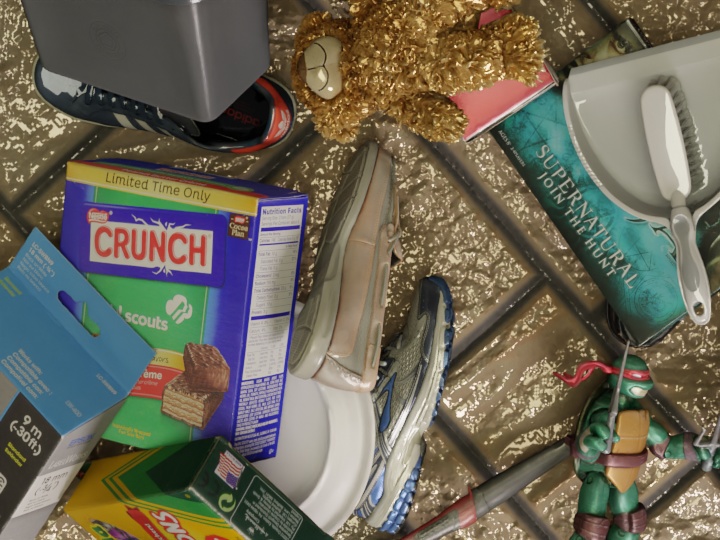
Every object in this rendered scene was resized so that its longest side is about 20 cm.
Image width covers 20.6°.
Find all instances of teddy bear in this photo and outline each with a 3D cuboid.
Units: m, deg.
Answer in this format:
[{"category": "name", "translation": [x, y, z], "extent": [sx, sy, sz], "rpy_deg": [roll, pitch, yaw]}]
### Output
[{"category": "teddy bear", "translation": [0.032, -0.151, 1.321], "extent": [0.199, 0.067, 0.146], "rpy_deg": [4, 115, 27]}]

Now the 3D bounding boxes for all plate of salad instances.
[{"category": "plate of salad", "translation": [-0.072, 0.115, 1.497], "extent": [0.199, 0.048, 0.201], "rpy_deg": [2, 94, 28]}]

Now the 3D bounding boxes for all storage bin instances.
[{"category": "storage bin", "translation": [-0.148, -0.200, 1.390], "extent": [0.199, 0.146, 0.135], "rpy_deg": [20, 138, 26]}]

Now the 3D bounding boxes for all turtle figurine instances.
[{"category": "turtle figurine", "translation": [0.203, 0.140, 1.493], "extent": [0.149, 0.101, 0.201], "rpy_deg": [0, 106, -32]}]

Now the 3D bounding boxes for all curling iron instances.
[{"category": "curling iron", "translation": [0.082, 0.180, 1.530], "extent": [0.200, 0.050, 0.026], "rpy_deg": [-33, 99, 0]}]

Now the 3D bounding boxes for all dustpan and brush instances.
[{"category": "dustpan and brush", "translation": [0.223, -0.061, 1.400], "extent": [0.139, 0.057, 0.201], "rpy_deg": [-13, 88, 18]}]

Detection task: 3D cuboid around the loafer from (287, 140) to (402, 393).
[{"category": "loafer", "translation": [0.000, 0.000, 1.453], "extent": [0.063, 0.072, 0.201], "rpy_deg": [24, 59, -13]}]

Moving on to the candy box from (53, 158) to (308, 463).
[{"category": "candy box", "translation": [-0.137, 0.028, 1.457], "extent": [0.168, 0.077, 0.201], "rpy_deg": [11, 98, 27]}]

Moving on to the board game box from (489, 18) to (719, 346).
[{"category": "board game box", "translation": [0.203, -0.065, 1.455], "extent": [0.135, 0.028, 0.200], "rpy_deg": [-38, 81, 18]}]

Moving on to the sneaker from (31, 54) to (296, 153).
[{"category": "sneaker", "translation": [-0.146, -0.132, 1.456], "extent": [0.199, 0.085, 0.075], "rpy_deg": [8, 100, -1]}]

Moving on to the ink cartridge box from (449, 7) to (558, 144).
[{"category": "ink cartridge box", "translation": [0.051, -0.197, 1.399], "extent": [0.084, 0.176, 0.200], "rpy_deg": [-33, 97, 6]}]

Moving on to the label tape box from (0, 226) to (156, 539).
[{"category": "label tape box", "translation": [-0.260, 0.091, 1.452], "extent": [0.144, 0.063, 0.200], "rpy_deg": [44, 116, 19]}]

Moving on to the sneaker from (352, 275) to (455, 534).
[{"category": "sneaker", "translation": [0.017, 0.097, 1.500], "extent": [0.085, 0.077, 0.201], "rpy_deg": [16, 98, 2]}]

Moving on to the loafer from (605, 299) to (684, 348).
[{"category": "loafer", "translation": [0.244, -0.030, 1.482], "extent": [0.072, 0.063, 0.201], "rpy_deg": [27, 98, -5]}]

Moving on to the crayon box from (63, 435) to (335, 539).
[{"category": "crayon box", "translation": [-0.128, 0.188, 1.448], "extent": [0.127, 0.200, 0.051], "rpy_deg": [45, 56, -23]}]
